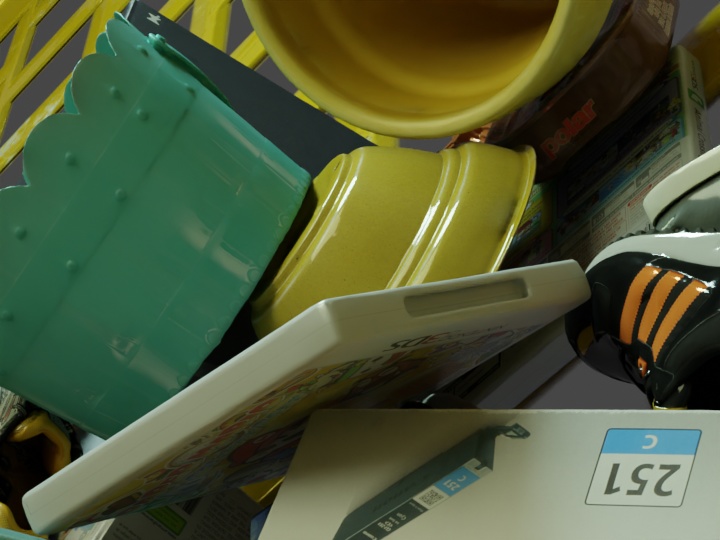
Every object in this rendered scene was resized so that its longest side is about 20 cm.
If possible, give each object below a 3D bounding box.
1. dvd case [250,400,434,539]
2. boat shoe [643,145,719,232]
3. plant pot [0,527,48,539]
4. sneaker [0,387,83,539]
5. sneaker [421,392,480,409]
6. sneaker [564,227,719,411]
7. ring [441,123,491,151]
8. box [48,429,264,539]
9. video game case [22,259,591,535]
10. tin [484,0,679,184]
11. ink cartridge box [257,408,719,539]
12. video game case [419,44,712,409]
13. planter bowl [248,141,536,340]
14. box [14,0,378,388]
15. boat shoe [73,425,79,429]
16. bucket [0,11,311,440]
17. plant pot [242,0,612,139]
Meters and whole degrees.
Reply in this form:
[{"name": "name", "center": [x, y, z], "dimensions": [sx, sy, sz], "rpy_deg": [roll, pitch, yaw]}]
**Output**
[{"name": "dvd case", "center": [-0.009, 0.174, 1.016], "dimensions": [0.143, 0.017, 0.201], "rpy_deg": [-39, 41, 46]}, {"name": "boat shoe", "center": [0.216, -0.046, 1.007], "dimensions": [0.199, 0.073, 0.062], "rpy_deg": [-30, 70, 32]}, {"name": "plant pot", "center": [-0.137, 0.193, 1.060], "dimensions": [0.200, 0.140, 0.142], "rpy_deg": [111, 172, -70]}, {"name": "sneaker", "center": [-0.181, 0.092, 1.272], "dimensions": [0.082, 0.078, 0.201], "rpy_deg": [-31, 36, 34]}, {"name": "sneaker", "center": [0.051, 0.113, 1.037], "dimensions": [0.080, 0.071, 0.200], "rpy_deg": [-49, 20, -7]}, {"name": "sneaker", "center": [0.137, 0.036, 0.983], "dimensions": [0.090, 0.070, 0.200], "rpy_deg": [-55, 21, -23]}, {"name": "ring", "center": [0.024, -0.005, 1.348], "dimensions": [0.201, 0.019, 0.201], "rpy_deg": [-56, 13, 20]}, {"name": "box", "center": [-0.133, 0.161, 1.304], "dimensions": [0.102, 0.112, 0.200], "rpy_deg": [-56, 21, -19]}, {"name": "video game case", "center": [-0.022, 0.055, 1.011], "dimensions": [0.200, 0.023, 0.182], "rpy_deg": [-33, -15, 36]}, {"name": "tin", "center": [0.126, -0.112, 1.288], "dimensions": [0.112, 0.042, 0.200], "rpy_deg": [-47, 7, 24]}, {"name": "ink cartridge box", "center": [0.048, 0.132, 0.894], "dimensions": [0.199, 0.045, 0.177], "rpy_deg": [-2, 44, 26]}, {"name": "video game case", "center": [0.106, -0.010, 1.217], "dimensions": [0.200, 0.022, 0.182], "rpy_deg": [-42, 20, 25]}, {"name": "planter bowl", "center": [0.000, 0.000, 1.182], "dimensions": [0.201, 0.083, 0.201], "rpy_deg": [-56, 10, 16]}, {"name": "box", "center": [-0.108, -0.016, 1.387], "dimensions": [0.199, 0.199, 0.123], "rpy_deg": [-54, 13, 25]}, {"name": "boat shoe", "center": [-0.235, 0.111, 1.697], "dimensions": [0.200, 0.070, 0.070], "rpy_deg": [-50, 23, 4]}, {"name": "bucket", "center": [-0.128, -0.015, 1.210], "dimensions": [0.208, 0.134, 0.207], "rpy_deg": [-54, 8, 12]}, {"name": "plant pot", "center": [0.059, -0.185, 1.245], "dimensions": [0.201, 0.201, 0.189], "rpy_deg": [-40, -6, 29]}]
